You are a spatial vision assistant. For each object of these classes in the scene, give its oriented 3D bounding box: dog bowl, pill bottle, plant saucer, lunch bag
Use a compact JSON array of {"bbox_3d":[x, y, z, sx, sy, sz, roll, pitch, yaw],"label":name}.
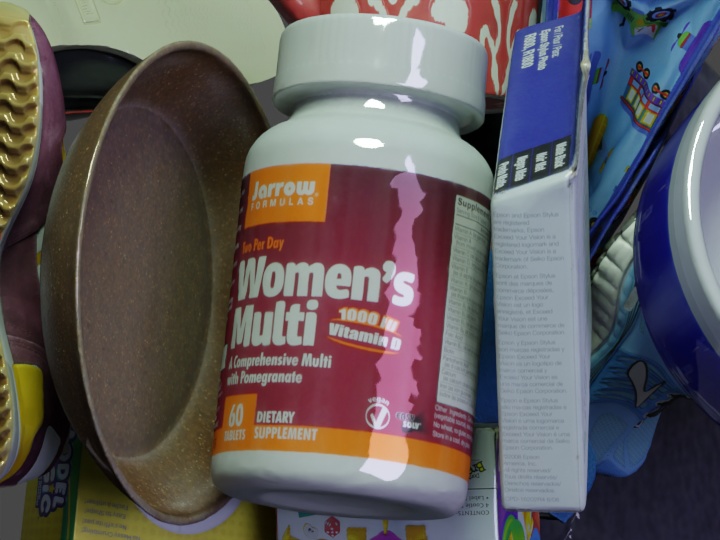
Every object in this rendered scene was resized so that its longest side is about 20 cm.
[{"bbox_3d":[0.229,-0.010,1.214,0.199,0.079,0.201,4,72,-13],"label":"dog bowl"},{"bbox_3d":[0.000,0.000,1.123,0.109,0.109,0.201,14,76,-38],"label":"pill bottle"},{"bbox_3d":[-0.084,0.005,1.110,0.200,0.037,0.201,2,90,-67],"label":"plant saucer"},{"bbox_3d":[0.122,-0.087,1.307,0.151,0.094,0.200,-61,168,-63],"label":"lunch bag"}]

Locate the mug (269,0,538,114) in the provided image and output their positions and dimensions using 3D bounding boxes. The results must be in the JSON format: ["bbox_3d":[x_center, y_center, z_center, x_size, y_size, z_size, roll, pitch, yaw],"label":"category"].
[{"bbox_3d":[0.010,-0.179,1.274,0.133,0.177,0.201,10,81,-76],"label":"mug"}]

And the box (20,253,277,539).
[{"bbox_3d":[-0.091,0.091,1.185,0.117,0.048,0.201,13,78,-38],"label":"box"}]

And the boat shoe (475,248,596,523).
[{"bbox_3d":[0.038,0.046,1.286,0.084,0.069,0.200,-39,113,-34],"label":"boat shoe"}]

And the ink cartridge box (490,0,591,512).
[{"bbox_3d":[0.080,-0.029,1.146,0.200,0.040,0.201,-77,167,-66],"label":"ink cartridge box"}]

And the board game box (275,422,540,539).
[{"bbox_3d":[0.026,0.171,1.208,0.103,0.105,0.201,7,81,-76],"label":"board game box"}]

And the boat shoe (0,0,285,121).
[{"bbox_3d":[-0.122,-0.104,1.173,0.201,0.063,0.074,-1,65,-40],"label":"boat shoe"}]

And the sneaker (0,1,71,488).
[{"bbox_3d":[-0.149,-0.011,1.103,0.090,0.075,0.201,-8,104,-69],"label":"sneaker"}]

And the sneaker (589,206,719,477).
[{"bbox_3d":[0.150,0.048,1.314,0.090,0.200,0.078,33,56,16],"label":"sneaker"}]
